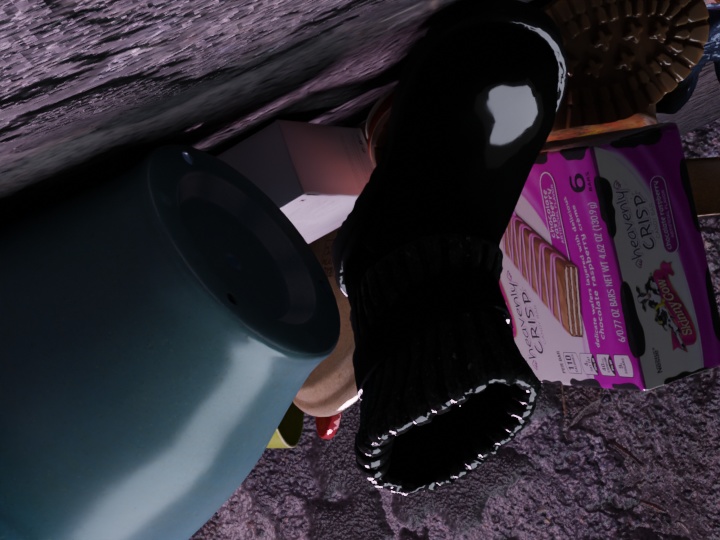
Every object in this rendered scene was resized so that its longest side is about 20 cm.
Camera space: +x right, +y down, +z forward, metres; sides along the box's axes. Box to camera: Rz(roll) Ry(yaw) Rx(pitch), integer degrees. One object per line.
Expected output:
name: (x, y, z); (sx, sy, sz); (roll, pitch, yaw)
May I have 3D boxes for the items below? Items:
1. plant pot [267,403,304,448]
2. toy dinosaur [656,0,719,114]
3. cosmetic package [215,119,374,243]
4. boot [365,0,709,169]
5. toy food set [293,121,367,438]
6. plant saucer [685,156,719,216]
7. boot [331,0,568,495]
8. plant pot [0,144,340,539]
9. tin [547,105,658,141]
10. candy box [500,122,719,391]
plant pot: (-0.174, 0.095, 1.843); (0.200, 0.187, 0.187); (-8, 180, 10)
toy dinosaur: (0.196, -0.151, 1.219); (0.105, 0.200, 0.182); (10, 131, -27)
cosmetic package: (-0.089, -0.022, 1.074); (0.200, 0.051, 0.083); (-28, 167, 31)
boot: (0.091, -0.108, 1.030); (0.200, 0.075, 0.107); (-25, -167, -2)
toy food set: (0.000, 0.000, 1.138); (0.049, 0.198, 0.200); (18, 156, -24)
plant saucer: (0.180, -0.054, 1.248); (0.200, 0.035, 0.200); (-4, -177, 0)
boot: (0.051, -0.008, 0.902); (0.079, 0.158, 0.211); (10, 130, -16)
plant pot: (-0.121, 0.042, 0.949); (0.188, 0.200, 0.200); (-41, 171, 22)
tin: (0.104, -0.095, 1.160); (0.112, 0.042, 0.200); (-1, 173, -24)
candy box: (0.118, -0.006, 1.072); (0.061, 0.137, 0.200); (-15, -175, -23)
